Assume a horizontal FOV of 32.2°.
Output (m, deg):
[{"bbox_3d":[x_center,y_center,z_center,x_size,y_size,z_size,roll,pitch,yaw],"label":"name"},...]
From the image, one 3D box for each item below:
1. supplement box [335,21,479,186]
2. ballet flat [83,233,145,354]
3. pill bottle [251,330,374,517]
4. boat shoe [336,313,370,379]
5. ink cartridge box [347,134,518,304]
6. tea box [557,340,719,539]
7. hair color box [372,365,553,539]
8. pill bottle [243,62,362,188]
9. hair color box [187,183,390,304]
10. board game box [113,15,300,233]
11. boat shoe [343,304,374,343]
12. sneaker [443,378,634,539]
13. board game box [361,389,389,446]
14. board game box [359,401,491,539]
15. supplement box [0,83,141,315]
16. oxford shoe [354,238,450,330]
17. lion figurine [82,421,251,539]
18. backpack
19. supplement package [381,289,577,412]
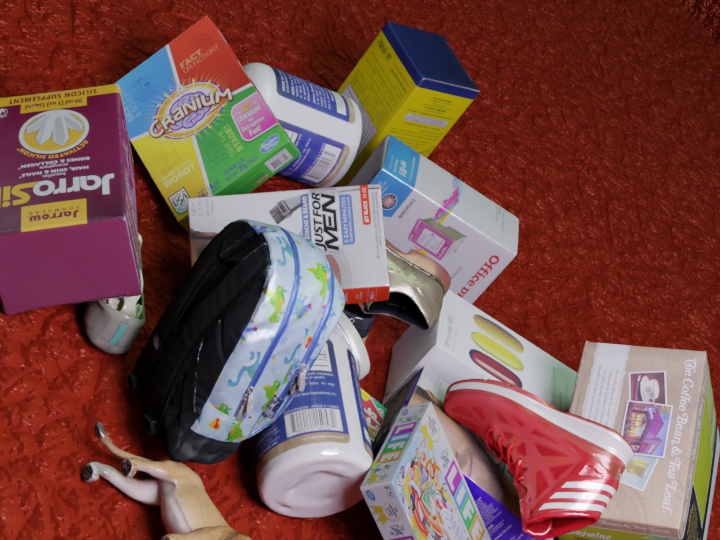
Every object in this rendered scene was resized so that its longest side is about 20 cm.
[{"bbox_3d":[0.040,-0.204,1.615,0.109,0.200,0.109,5,46,-43],"label":"supplement box"},{"bbox_3d":[-0.235,-0.007,1.219,0.067,0.064,0.201,20,37,-29],"label":"ballet flat"},{"bbox_3d":[-0.054,0.124,1.195,0.110,0.111,0.201,18,42,-31],"label":"pill bottle"},{"bbox_3d":[-0.076,0.050,1.326,0.201,0.070,0.071,47,54,8],"label":"boat shoe"},{"bbox_3d":[0.073,-0.044,1.507,0.199,0.145,0.085,30,33,-15],"label":"ink cartridge box"},{"bbox_3d":[0.291,0.212,1.298,0.197,0.132,0.201,66,36,-49],"label":"tea box"},{"bbox_3d":[0.113,0.203,1.281,0.199,0.065,0.109,38,32,-4],"label":"hair color box"},{"bbox_3d":[-0.109,-0.183,1.512,0.199,0.120,0.120,18,38,-32],"label":"pill bottle"},{"bbox_3d":[-0.073,-0.021,1.275,0.198,0.064,0.112,-5,74,-1],"label":"hair color box"},{"bbox_3d":[-0.179,-0.164,1.389,0.201,0.153,0.040,56,4,25],"label":"board game box"},{"bbox_3d":[-0.057,0.006,1.392,0.200,0.062,0.074,48,35,14],"label":"boat shoe"},{"bbox_3d":[0.150,0.182,1.197,0.116,0.199,0.079,-60,144,-23],"label":"sneaker"},{"bbox_3d":[0.053,0.210,1.293,0.200,0.030,0.096,41,32,-5],"label":"board game box"},{"bbox_3d":[0.071,0.245,1.170,0.201,0.034,0.135,66,27,-18],"label":"board game box"},{"bbox_3d":[-0.279,-0.071,1.169,0.130,0.104,0.201,-8,46,-7],"label":"supplement box"},{"bbox_3d":[0.000,0.000,1.332,0.198,0.071,0.075,21,53,-4],"label":"oxford shoe"},{"bbox_3d":[-0.146,0.208,1.046,0.122,0.073,0.201,14,36,-47],"label":"lion figurine"},{"bbox_3d":[-0.107,0.052,1.113,0.152,0.202,0.163,8,23,-27],"label":"backpack"},{"bbox_3d":[0.138,0.134,1.392,0.199,0.110,0.114,32,33,-13],"label":"supplement package"}]
